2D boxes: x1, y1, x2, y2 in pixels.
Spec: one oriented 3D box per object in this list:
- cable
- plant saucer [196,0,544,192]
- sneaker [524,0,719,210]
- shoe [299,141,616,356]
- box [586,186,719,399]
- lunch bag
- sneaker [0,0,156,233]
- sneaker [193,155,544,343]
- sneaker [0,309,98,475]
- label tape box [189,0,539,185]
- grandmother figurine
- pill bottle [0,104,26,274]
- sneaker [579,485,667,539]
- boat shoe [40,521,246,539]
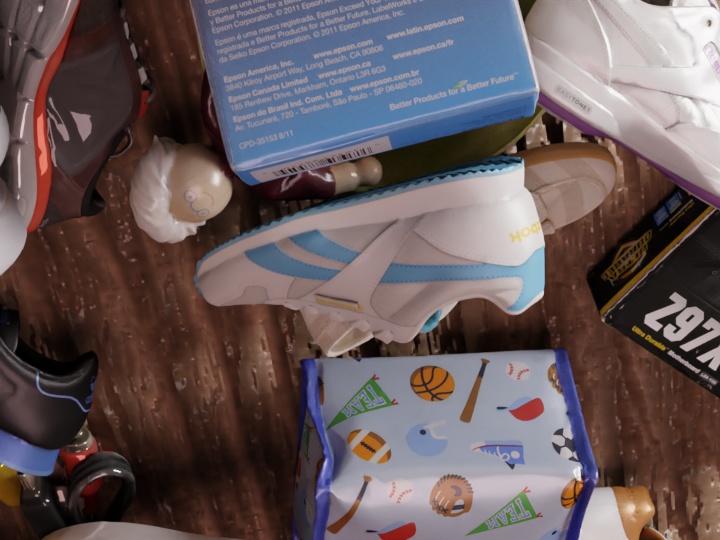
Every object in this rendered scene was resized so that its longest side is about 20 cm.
[{"bbox_3d":[-0.175,0.162,1.005,0.097,0.050,0.200,-12,136,3],"label":"cable"},{"bbox_3d":[0.015,-0.133,0.824,0.200,0.031,0.200,-4,125,-5],"label":"plant saucer"},{"bbox_3d":[0.173,-0.093,0.808,0.200,0.075,0.100,27,102,-20],"label":"sneaker"},{"bbox_3d":[0.055,-0.010,0.888,0.200,0.053,0.070,-24,153,14],"label":"shoe"},{"bbox_3d":[0.260,0.010,0.946,0.200,0.049,0.160,32,116,-26],"label":"box"},{"bbox_3d":[0.043,0.153,0.975,0.170,0.124,0.200,1,138,-7],"label":"lunch bag"},{"bbox_3d":[-0.144,-0.110,0.810,0.082,0.077,0.200,-6,131,-37],"label":"sneaker"},{"bbox_3d":[0.000,0.000,0.829,0.200,0.077,0.081,-12,98,30],"label":"sneaker"},{"bbox_3d":[-0.246,0.041,0.894,0.200,0.070,0.078,28,94,-17],"label":"sneaker"},{"bbox_3d":[-0.010,-0.154,0.734,0.143,0.066,0.200,-14,83,4],"label":"label tape box"},{"bbox_3d":[-0.033,-0.079,0.804,0.200,0.061,0.121,-31,114,10],"label":"grandmother figurine"},{"bbox_3d":[-0.229,-0.083,0.724,0.111,0.111,0.200,-17,123,4],"label":"pill bottle"},{"bbox_3d":[0.176,0.227,1.068,0.085,0.073,0.200,-12,126,-2],"label":"sneaker"},{"bbox_3d":[-0.118,0.199,0.929,0.200,0.069,0.072,4,135,21],"label":"boat shoe"}]
